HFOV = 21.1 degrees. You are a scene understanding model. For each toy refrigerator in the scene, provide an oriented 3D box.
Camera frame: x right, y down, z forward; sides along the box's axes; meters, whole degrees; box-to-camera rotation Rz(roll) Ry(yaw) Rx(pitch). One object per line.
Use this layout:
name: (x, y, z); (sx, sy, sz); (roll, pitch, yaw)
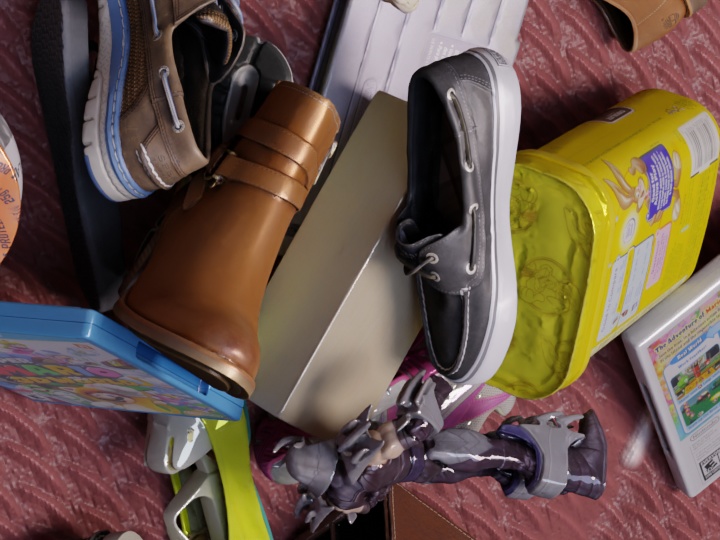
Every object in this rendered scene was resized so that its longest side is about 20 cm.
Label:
toy refrigerator: (0.000, 0.000, 1.171); (0.076, 0.070, 0.201); (31, 87, -48)

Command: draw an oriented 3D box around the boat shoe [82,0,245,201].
boat shoe: (-0.102, -0.131, 1.073); (0.072, 0.072, 0.201); (46, 40, -58)

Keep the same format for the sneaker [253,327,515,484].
sneaker: (0.027, 0.094, 1.256); (0.199, 0.081, 0.089); (-26, 114, -16)

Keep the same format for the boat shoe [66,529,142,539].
boat shoe: (-0.147, 0.243, 1.232); (0.059, 0.072, 0.201); (-4, 130, 18)

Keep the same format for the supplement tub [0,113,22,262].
supplement tub: (-0.248, -0.056, 1.003); (0.122, 0.200, 0.123); (-9, 110, -24)

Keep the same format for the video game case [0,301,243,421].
video game case: (-0.166, 0.049, 1.067); (0.200, 0.142, 0.018); (41, 56, -65)

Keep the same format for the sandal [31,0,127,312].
sandal: (-0.154, -0.073, 1.122); (0.043, 0.076, 0.201); (-16, 123, -18)

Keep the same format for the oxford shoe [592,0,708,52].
oxford shoe: (0.145, -0.216, 1.220); (0.071, 0.071, 0.200); (-42, 121, -2)

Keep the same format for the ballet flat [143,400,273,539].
ballet flat: (-0.100, 0.123, 1.208); (0.067, 0.067, 0.201); (-33, 123, -37)

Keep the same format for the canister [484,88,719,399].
canister: (0.147, -0.023, 1.218); (0.200, 0.086, 0.149); (-30, 135, -52)

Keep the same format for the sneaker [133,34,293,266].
sneaker: (-0.078, -0.037, 1.157); (0.078, 0.090, 0.201); (19, 94, 3)

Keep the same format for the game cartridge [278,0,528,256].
game cartridge: (0.024, -0.096, 1.221); (0.129, 0.038, 0.201); (11, 101, -32)

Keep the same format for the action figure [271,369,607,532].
action figure: (0.040, 0.108, 1.132); (0.199, 0.130, 0.070); (3, 67, -24)

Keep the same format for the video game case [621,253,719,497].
video game case: (0.284, 0.045, 1.373); (0.200, 0.024, 0.182); (-37, 135, -10)

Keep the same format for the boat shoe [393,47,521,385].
boat shoe: (0.049, -0.026, 1.105); (0.066, 0.070, 0.201); (-11, 117, -34)

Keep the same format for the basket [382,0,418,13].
basket: (-0.036, -0.267, 1.040); (0.200, 0.198, 0.161); (29, 95, -31)

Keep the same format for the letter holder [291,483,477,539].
letter holder: (0.052, 0.257, 1.270); (0.100, 0.142, 0.200); (-37, 124, 24)

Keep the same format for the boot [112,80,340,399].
boot: (-0.060, -0.025, 1.013); (0.074, 0.200, 0.155); (36, 92, -23)
